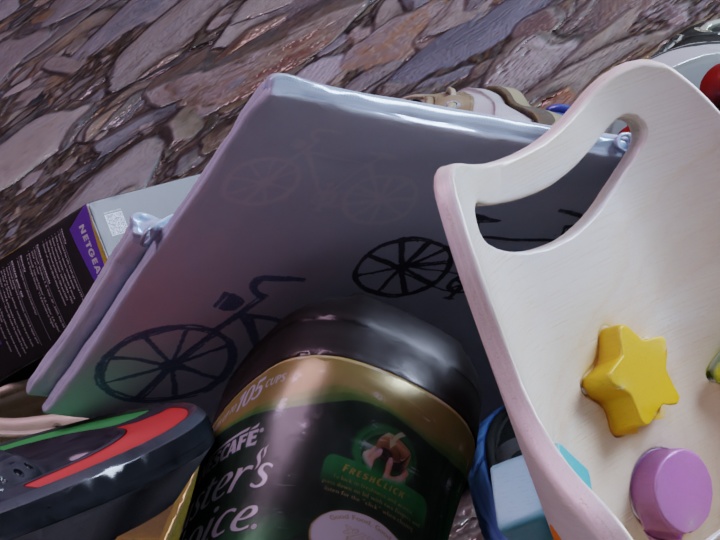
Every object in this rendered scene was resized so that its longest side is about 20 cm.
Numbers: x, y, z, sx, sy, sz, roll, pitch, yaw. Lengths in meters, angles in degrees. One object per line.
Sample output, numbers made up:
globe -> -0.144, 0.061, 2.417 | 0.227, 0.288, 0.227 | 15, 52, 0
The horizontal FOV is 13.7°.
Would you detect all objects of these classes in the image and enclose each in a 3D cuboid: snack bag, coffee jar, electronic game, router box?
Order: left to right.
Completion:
electronic game -> -0.145, 0.084, 1.023 | 0.199, 0.042, 0.200 | -18, 4, 1
router box -> -0.085, -0.003, 1.415 | 0.199, 0.053, 0.157 | -17, -8, -42
coffee jar -> -0.020, 0.109, 1.014 | 0.104, 0.085, 0.201 | -48, 20, 48
snack bag -> 0.000, 0.000, 1.083 | 0.200, 0.188, 0.022 | -53, 39, 42

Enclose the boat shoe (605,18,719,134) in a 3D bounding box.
boat shoe -> 0.152, -0.070, 1.258 | 0.199, 0.071, 0.064 | -13, 26, -42

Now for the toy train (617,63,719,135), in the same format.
toy train -> 0.142, 0.001, 1.159 | 0.200, 0.115, 0.085 | -36, 37, 61

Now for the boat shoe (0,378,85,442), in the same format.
boat shoe -> -0.085, 0.052, 1.348 | 0.199, 0.063, 0.071 | -24, 22, 19

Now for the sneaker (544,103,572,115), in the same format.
sneaker -> 0.088, -0.037, 1.362 | 0.199, 0.088, 0.075 | -15, 31, 49

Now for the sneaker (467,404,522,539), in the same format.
sneaker -> 0.095, 0.070, 1.103 | 0.082, 0.071, 0.200 | -13, 13, 26

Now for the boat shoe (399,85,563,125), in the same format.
boat shoe -> 0.035, -0.048, 1.286 | 0.200, 0.068, 0.075 | 177, 101, -78

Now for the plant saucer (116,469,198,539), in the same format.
plant saucer -> -0.145, 0.172, 1.269 | 0.199, 0.048, 0.201 | -6, 55, 50

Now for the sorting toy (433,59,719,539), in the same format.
sorting toy -> 0.100, 0.027, 0.999 | 0.200, 0.181, 0.107 | -29, 4, -40
